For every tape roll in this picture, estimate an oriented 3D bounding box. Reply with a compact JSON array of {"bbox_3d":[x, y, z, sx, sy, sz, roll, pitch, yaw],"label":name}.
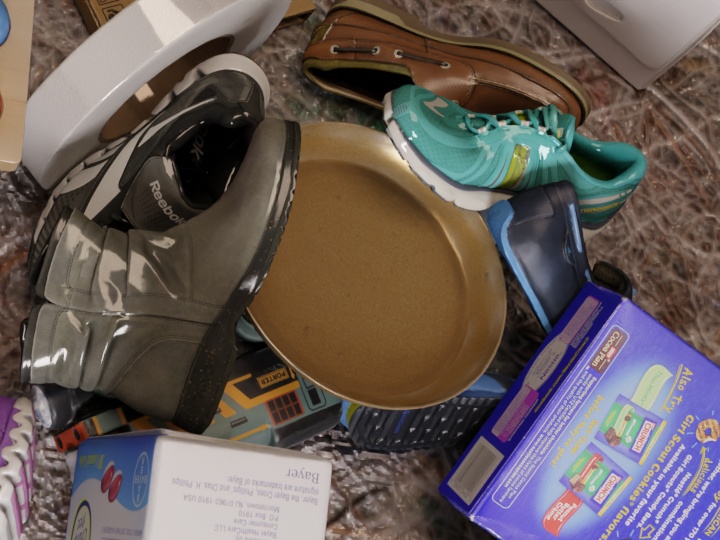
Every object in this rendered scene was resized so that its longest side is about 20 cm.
[{"bbox_3d":[-0.130,-0.127,1.453,0.202,0.203,0.037,-36,83,-32],"label":"tape roll"}]

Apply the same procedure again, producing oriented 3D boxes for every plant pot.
[{"bbox_3d":[0.000,0.000,1.465,0.199,0.027,0.201,15,57,-24],"label":"plant pot"}]

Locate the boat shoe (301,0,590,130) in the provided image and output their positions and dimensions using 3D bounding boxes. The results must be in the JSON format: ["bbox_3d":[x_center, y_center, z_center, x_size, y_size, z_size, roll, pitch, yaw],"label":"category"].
[{"bbox_3d":[0.056,-0.122,1.593,0.199,0.072,0.068,19,55,17],"label":"boat shoe"}]

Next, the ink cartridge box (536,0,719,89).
[{"bbox_3d":[0.230,-0.268,1.712,0.147,0.145,0.200,39,58,-4],"label":"ink cartridge box"}]

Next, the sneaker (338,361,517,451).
[{"bbox_3d":[0.068,0.080,1.528,0.199,0.066,0.079,10,36,-29],"label":"sneaker"}]

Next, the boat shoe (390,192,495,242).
[{"bbox_3d":[0.057,-0.042,1.587,0.199,0.072,0.062,-24,41,-30],"label":"boat shoe"}]

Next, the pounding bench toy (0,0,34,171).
[{"bbox_3d":[-0.309,-0.110,1.391,0.199,0.156,0.125,10,63,-19],"label":"pounding bench toy"}]

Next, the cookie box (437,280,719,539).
[{"bbox_3d":[0.181,0.134,1.481,0.200,0.075,0.172,36,90,-17],"label":"cookie box"}]

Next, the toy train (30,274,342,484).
[{"bbox_3d":[-0.104,0.075,1.446,0.199,0.085,0.115,-21,86,-30],"label":"toy train"}]

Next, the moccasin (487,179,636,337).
[{"bbox_3d":[0.151,0.025,1.526,0.068,0.200,0.081,-29,42,2],"label":"moccasin"}]

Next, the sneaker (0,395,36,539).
[{"bbox_3d":[-0.246,0.154,1.350,0.088,0.081,0.201,13,56,5],"label":"sneaker"}]

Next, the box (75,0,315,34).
[{"bbox_3d":[-0.140,-0.243,1.607,0.163,0.021,0.201,-19,76,-30],"label":"box"}]

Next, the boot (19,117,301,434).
[{"bbox_3d":[-0.119,-0.012,1.356,0.130,0.068,0.201,21,88,-6],"label":"boot"}]

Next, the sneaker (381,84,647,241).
[{"bbox_3d":[0.100,-0.083,1.511,0.199,0.080,0.078,17,47,-33],"label":"sneaker"}]

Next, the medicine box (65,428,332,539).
[{"bbox_3d":[-0.102,0.196,1.297,0.102,0.182,0.202,10,82,-19],"label":"medicine box"}]

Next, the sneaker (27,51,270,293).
[{"bbox_3d":[-0.130,-0.047,1.429,0.066,0.200,0.091,43,10,-25],"label":"sneaker"}]
